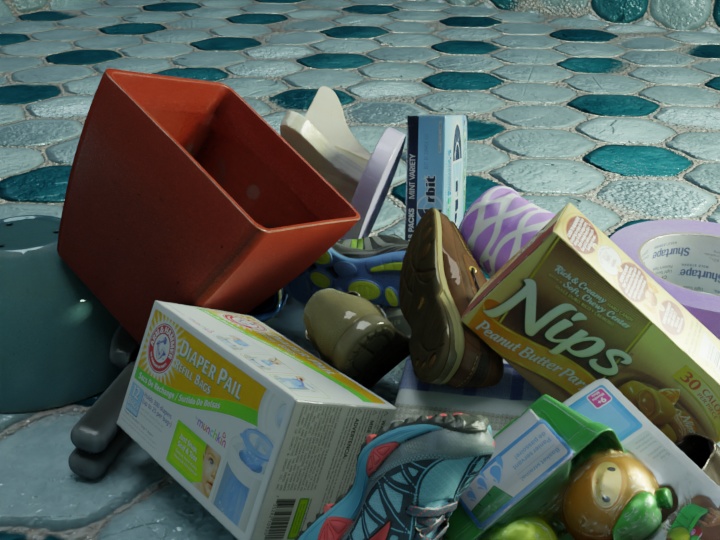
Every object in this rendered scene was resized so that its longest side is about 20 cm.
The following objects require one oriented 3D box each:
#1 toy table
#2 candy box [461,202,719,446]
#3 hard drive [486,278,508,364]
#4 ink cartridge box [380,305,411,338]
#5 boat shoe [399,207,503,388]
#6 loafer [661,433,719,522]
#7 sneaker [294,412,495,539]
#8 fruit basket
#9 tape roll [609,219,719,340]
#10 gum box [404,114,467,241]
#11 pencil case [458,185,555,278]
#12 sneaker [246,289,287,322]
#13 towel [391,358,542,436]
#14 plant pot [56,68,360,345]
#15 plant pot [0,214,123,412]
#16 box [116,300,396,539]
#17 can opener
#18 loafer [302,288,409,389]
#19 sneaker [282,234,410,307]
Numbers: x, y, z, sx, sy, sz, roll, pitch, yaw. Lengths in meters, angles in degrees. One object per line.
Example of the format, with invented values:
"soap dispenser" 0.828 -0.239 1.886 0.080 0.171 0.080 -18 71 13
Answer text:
"toy table" -0.030 -0.101 1.077 0.116 0.201 0.185 24 59 4
"candy box" 0.189 0.060 0.767 0.200 0.116 0.055 43 38 0
"hard drive" 0.144 0.087 0.880 0.138 0.038 0.201 4 42 7
"ink cartridge box" 0.031 0.037 1.078 0.161 0.058 0.200 -10 7 -21
"boat shoe" 0.078 0.025 0.862 0.067 0.072 0.201 18 36 -18
"loafer" 0.245 0.158 0.711 0.198 0.072 0.073 16 23 -7
"sneaker" 0.030 0.165 0.606 0.079 0.201 0.096 5 45 -29
"fruit basket" 0.135 0.175 0.613 0.185 0.094 0.200 -38 37 -1
"tape roll" 0.326 0.021 0.950 0.198 0.066 0.201 2 27 -1
"gum box" 0.087 -0.089 1.130 0.044 0.172 0.200 2 9 12
"pencil case" 0.172 0.003 0.881 0.085 0.084 0.200 27 14 -51
"sneaker" -0.102 0.010 1.083 0.082 0.075 0.200 9 34 31
"towel" 0.089 0.146 0.772 0.145 0.024 0.201 4 40 11
"plant pot" -0.155 -0.044 0.918 0.200 0.177 0.200 44 20 14
"plant pot" -0.316 0.025 0.968 0.198 0.136 0.200 0 23 0
"box" -0.086 0.111 0.770 0.101 0.114 0.199 12 9 -44
"can opener" -0.208 0.106 0.887 0.066 0.053 0.200 12 27 4
"loafer" -0.003 0.057 0.863 0.076 0.200 0.068 -39 75 -8
"sneaker" 0.000 0.000 1.000 0.198 0.072 0.083 6 9 24
